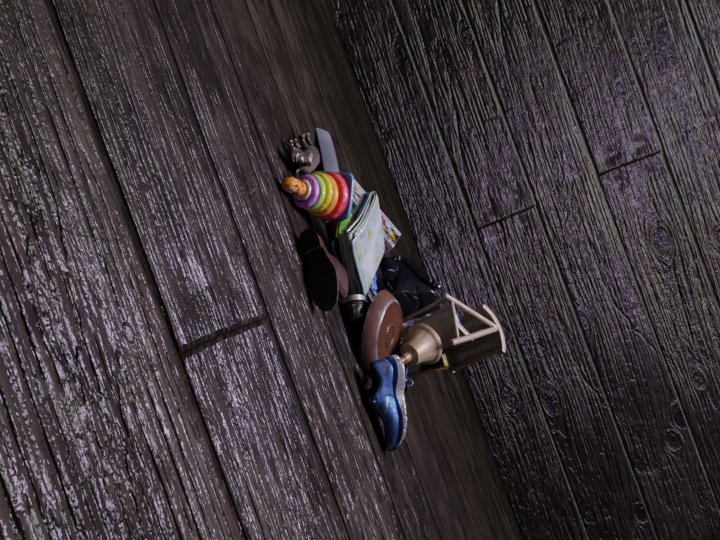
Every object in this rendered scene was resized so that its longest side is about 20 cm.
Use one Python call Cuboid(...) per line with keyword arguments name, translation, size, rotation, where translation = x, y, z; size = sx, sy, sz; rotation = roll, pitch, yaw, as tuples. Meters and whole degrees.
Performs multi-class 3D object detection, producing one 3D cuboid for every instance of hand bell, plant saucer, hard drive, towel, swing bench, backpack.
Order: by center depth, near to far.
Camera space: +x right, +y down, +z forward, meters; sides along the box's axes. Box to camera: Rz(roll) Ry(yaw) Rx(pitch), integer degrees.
Cuboid(name="hand bell", translation=(0.095, 0.207, 1.620), size=(0.199, 0.103, 0.106), rotation=(-28, 98, -49))
Cuboid(name="towel", translation=(0.010, -0.057, 1.627), size=(0.202, 0.047, 0.172), rotation=(81, 27, -42))
Cuboid(name="plant saucer", translation=(0.056, 0.149, 1.630), size=(0.200, 0.034, 0.205), rotation=(9, 90, -67))
Cuboid(name="hard drive", translation=(-0.083, -0.235, 1.734), size=(0.136, 0.041, 0.203), rotation=(101, -20, -57))
Cuboid(name="swing bench", translation=(0.227, 0.166, 1.788), size=(0.197, 0.198, 0.132), rotation=(13, 60, -37))
Cuboid(name="backpack", translation=(0.110, 0.044, 1.924), size=(0.201, 0.164, 0.129), rotation=(-118, -142, -58))

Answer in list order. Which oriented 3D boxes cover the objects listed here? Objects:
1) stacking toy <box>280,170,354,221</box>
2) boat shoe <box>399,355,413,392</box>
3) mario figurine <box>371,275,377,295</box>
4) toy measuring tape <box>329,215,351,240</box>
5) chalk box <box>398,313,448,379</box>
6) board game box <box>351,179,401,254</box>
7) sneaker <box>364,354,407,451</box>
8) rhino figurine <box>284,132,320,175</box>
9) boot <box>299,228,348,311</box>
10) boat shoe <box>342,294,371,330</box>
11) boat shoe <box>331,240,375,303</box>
Cuboid(name="stacking toy", translation=(-0.106, -0.169, 1.513), size=(0.199, 0.114, 0.112), rotation=(5, 93, -62))
Cuboid(name="boat shoe", translation=(0.075, 0.273, 1.658), size=(0.069, 0.084, 0.200), rotation=(48, 28, -7))
Cuboid(name="mario figurine", translation=(0.000, 0.000, 1.840), size=(0.123, 0.104, 0.204), rotation=(143, -58, -64))
Cuboid(name="toy measuring tape", translation=(-0.039, -0.108, 1.723), size=(0.200, 0.072, 0.075), rotation=(-134, -158, -83))
Cuboid(name="chalk box", translation=(0.154, 0.189, 1.972), size=(0.124, 0.123, 0.204), rotation=(37, 36, -71))
Cuboid(name="board game box", translation=(0.021, -0.143, 1.836), size=(0.201, 0.034, 0.126), rotation=(49, 21, -6))
Cuboid(name="sneaker", translation=(0.050, 0.286, 1.519), size=(0.078, 0.087, 0.204), rotation=(179, -93, -77))
Cuboid(name="rhino figurine", translation=(-0.133, -0.262, 1.613), size=(0.200, 0.059, 0.089), rotation=(-70, 137, -75))
Cuboid(name="boot", translation=(-0.059, 0.028, 1.469), size=(0.200, 0.063, 0.189), rotation=(59, 15, -63))
Cuboid(name="boat shoe", translation=(0.016, 0.115, 1.655), size=(0.201, 0.071, 0.062), rotation=(36, 38, -58))
Cuboid(name="boat shoe", translation=(-0.012, 0.011, 1.725), size=(0.076, 0.059, 0.202), rotation=(-86, 154, -65))
